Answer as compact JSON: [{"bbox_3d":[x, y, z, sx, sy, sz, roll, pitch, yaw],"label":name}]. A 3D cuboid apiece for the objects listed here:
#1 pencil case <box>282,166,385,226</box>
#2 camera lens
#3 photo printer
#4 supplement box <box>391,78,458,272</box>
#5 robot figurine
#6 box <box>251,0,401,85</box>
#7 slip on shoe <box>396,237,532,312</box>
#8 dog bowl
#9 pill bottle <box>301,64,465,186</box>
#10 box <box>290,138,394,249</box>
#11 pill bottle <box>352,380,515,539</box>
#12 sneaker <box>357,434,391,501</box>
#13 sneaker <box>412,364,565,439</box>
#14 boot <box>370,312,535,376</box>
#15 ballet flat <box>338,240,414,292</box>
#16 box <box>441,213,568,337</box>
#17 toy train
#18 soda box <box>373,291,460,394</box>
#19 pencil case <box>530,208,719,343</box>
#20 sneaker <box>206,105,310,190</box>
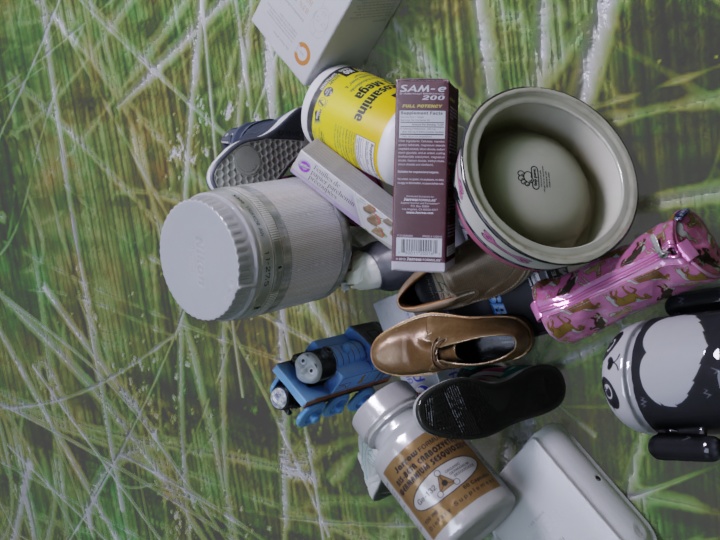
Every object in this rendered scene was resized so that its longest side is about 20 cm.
[{"bbox_3d":[-0.064,-0.090,1.402,0.200,0.094,0.091,-6,100,45],"label":"pencil case"},{"bbox_3d":[-0.122,-0.028,1.271,0.160,0.200,0.160,11,107,41],"label":"camera lens"},{"bbox_3d":[0.247,0.305,1.237,0.200,0.069,0.166,50,133,21],"label":"photo printer"},{"bbox_3d":[0.071,-0.101,1.123,0.061,0.109,0.200,2,94,10],"label":"supplement box"},{"bbox_3d":[0.338,0.102,1.036,0.200,0.150,0.125,-11,108,46],"label":"robot figurine"},{"bbox_3d":[-0.030,-0.346,1.279,0.124,0.097,0.200,53,133,19],"label":"box"},{"bbox_3d":[0.119,0.004,1.202,0.200,0.061,0.076,-21,89,47],"label":"slip on shoe"},{"bbox_3d":[0.185,-0.088,1.089,0.200,0.200,0.074,63,156,10],"label":"dog bowl"},{"bbox_3d":[0.032,-0.170,1.265,0.200,0.112,0.112,30,123,34],"label":"pill bottle"},{"bbox_3d":[0.007,-0.081,1.259,0.200,0.041,0.039,38,132,6],"label":"box"},{"bbox_3d":[0.083,0.234,1.252,0.200,0.114,0.114,50,133,26],"label":"pill bottle"},{"bbox_3d":[0.031,0.237,1.416,0.080,0.070,0.200,56,148,29],"label":"sneaker"},{"bbox_3d":[0.129,0.152,1.227,0.121,0.200,0.084,-20,79,62],"label":"sneaker"},{"bbox_3d":[0.095,0.087,1.198,0.200,0.075,0.074,-10,93,24],"label":"boot"},{"bbox_3d":[0.000,0.000,1.349,0.200,0.073,0.073,5,108,61],"label":"ballet flat"},{"bbox_3d":[0.149,-0.007,1.249,0.198,0.050,0.200,-21,89,48],"label":"box"},{"bbox_3d":[-0.033,0.134,1.375,0.087,0.200,0.114,47,120,25],"label":"toy train"},{"bbox_3d":[0.091,0.119,1.336,0.068,0.063,0.200,-24,86,47],"label":"soda box"},{"bbox_3d":[0.275,0.011,1.085,0.087,0.083,0.200,39,135,-22],"label":"pencil case"},{"bbox_3d":[-0.159,-0.148,1.407,0.146,0.202,0.077,-7,114,47],"label":"sneaker"}]
